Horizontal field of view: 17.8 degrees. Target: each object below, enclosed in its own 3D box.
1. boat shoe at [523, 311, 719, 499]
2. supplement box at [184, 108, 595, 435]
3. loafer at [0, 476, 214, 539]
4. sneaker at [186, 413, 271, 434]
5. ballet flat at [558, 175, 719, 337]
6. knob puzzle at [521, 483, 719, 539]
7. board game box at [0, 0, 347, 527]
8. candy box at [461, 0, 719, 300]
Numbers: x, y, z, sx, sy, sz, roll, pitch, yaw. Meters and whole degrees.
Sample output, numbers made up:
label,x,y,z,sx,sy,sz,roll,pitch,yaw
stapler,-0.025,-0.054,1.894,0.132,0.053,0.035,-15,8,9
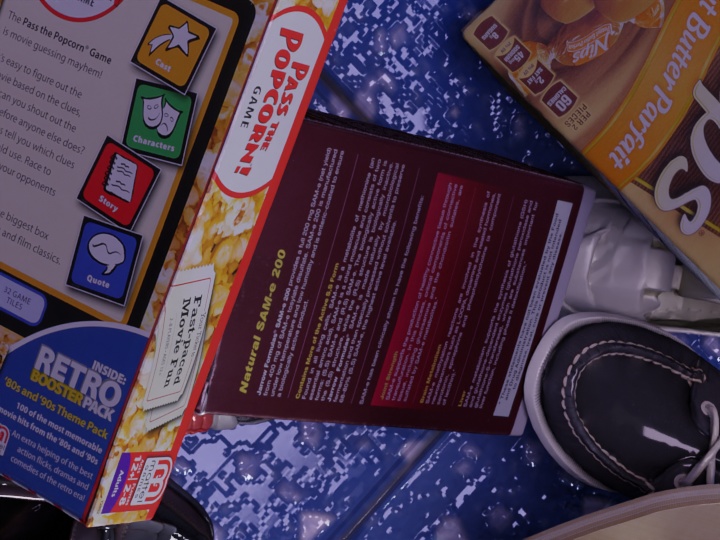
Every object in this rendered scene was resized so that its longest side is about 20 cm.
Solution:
label,x,y,z,sx,sy,sz,roll,pitch,yaw
boat shoe,0.148,0.082,0.962,0.200,0.060,0.074,39,81,-35
supplement box,0.000,0.000,0.871,0.199,0.061,0.110,10,99,-52
loafer,-0.135,0.099,0.877,0.199,0.063,0.072,27,113,-35
sneaker,-0.046,-0.036,0.924,0.082,0.078,0.202,-2,102,-24
ballet flat,0.136,0.000,0.980,0.198,0.069,0.070,9,91,-17
knob puzzle,0.137,0.140,0.955,0.218,0.031,0.221,-2,136,-2
board game box,-0.105,-0.037,0.783,0.151,0.046,0.201,26,99,25
candy box,0.144,-0.067,0.906,0.115,0.200,0.055,-44,144,4
